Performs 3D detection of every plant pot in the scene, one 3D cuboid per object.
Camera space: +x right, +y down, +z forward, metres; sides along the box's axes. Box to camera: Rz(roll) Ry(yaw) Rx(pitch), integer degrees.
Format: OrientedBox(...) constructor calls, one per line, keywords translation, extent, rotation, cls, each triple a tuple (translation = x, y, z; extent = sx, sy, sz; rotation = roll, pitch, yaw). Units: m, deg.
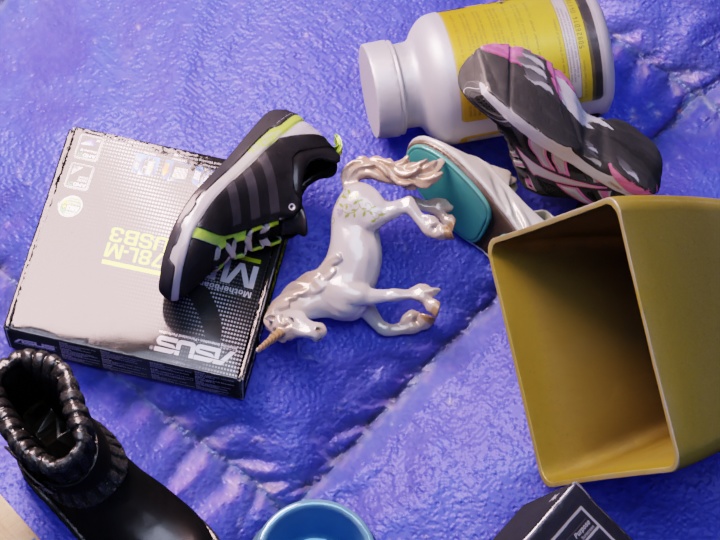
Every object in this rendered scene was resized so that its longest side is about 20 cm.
OrientedBox(translation=(0.238, 0.043, 1.638), extent=(0.176, 0.200, 0.200), rotation=(-11, 86, -25), cls="plant pot")

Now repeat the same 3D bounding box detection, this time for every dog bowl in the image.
OrientedBox(translation=(-0.022, 0.262, 1.616), extent=(0.111, 0.050, 0.200), rotation=(-15, 65, -9), cls="dog bowl")

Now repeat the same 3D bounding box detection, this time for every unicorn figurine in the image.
OrientedBox(translation=(0.000, 0.000, 1.727), extent=(0.137, 0.074, 0.200), rotation=(12, 67, -2), cls="unicorn figurine")

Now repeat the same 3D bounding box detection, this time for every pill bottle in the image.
OrientedBox(translation=(0.104, -0.167, 1.795), extent=(0.200, 0.112, 0.112), rotation=(-10, 65, -7), cls="pill bottle")

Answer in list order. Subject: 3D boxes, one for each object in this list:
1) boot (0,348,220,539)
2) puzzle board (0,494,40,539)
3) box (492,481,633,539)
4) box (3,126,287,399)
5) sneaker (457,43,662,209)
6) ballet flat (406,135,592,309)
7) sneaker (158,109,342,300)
OrientedBox(translation=(-0.191, 0.159, 1.601), extent=(0.211, 0.158, 0.079), rotation=(35, 68, 15), cls="boot")
OrientedBox(translation=(-0.315, 0.241, 1.637), extent=(0.151, 0.017, 0.200), rotation=(-39, 71, -20), cls="puzzle board")
OrientedBox(translation=(0.143, 0.294, 1.540), extent=(0.198, 0.123, 0.200), rotation=(46, 69, -1), cls="box")
OrientedBox(translation=(-0.167, -0.008, 1.746), extent=(0.200, 0.048, 0.193), rotation=(13, 61, 4), cls="box")
OrientedBox(translation=(0.148, -0.101, 1.740), extent=(0.200, 0.086, 0.080), rotation=(35, 44, -25), cls="sneaker")
OrientedBox(translation=(0.121, -0.042, 1.769), extent=(0.069, 0.069, 0.200), rotation=(-40, 75, -19), cls="ballet flat")
OrientedBox(translation=(-0.082, -0.047, 1.706), extent=(0.083, 0.072, 0.200), rotation=(32, 65, 9), cls="sneaker")
